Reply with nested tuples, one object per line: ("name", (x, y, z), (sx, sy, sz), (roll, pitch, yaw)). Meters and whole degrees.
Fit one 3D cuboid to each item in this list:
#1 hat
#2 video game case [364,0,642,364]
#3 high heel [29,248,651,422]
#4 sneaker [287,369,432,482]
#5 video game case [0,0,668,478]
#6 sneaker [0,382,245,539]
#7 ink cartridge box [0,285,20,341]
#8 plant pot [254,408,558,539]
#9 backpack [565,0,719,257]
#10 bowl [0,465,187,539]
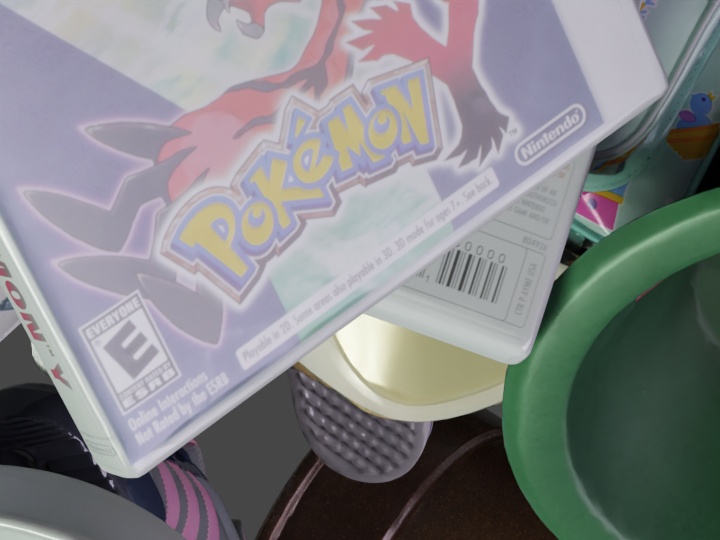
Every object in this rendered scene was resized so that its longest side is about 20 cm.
("hat", (0.144, -0.013, 0.832), (0.166, 0.200, 0.176), (53, 24, -29))
("video game case", (-0.019, -0.090, 0.755), (0.024, 0.200, 0.182), (127, -18, -76))
("high heel", (0.000, 0.000, 0.882), (0.143, 0.200, 0.071), (-57, 143, -74))
("sneaker", (0.003, -0.029, 1.032), (0.114, 0.073, 0.201), (-63, 156, -52))
("video game case", (-0.025, -0.076, 0.672), (0.200, 0.023, 0.182), (-36, 113, -25))
("sneaker", (-0.090, 0.083, 0.960), (0.200, 0.070, 0.082), (69, 27, -53))
("ink cartridge box", (-0.129, -0.050, 0.779), (0.200, 0.045, 0.176), (-46, 149, -34))
("plant pot", (0.073, 0.171, 1.164), (0.200, 0.198, 0.200), (-41, 144, -39))
("backpack", (0.047, -0.106, 0.864), (0.176, 0.200, 0.153), (-60, 162, -7))
("bowl", (-0.111, 0.135, 0.845), (0.090, 0.201, 0.201), (-73, 173, -60))
